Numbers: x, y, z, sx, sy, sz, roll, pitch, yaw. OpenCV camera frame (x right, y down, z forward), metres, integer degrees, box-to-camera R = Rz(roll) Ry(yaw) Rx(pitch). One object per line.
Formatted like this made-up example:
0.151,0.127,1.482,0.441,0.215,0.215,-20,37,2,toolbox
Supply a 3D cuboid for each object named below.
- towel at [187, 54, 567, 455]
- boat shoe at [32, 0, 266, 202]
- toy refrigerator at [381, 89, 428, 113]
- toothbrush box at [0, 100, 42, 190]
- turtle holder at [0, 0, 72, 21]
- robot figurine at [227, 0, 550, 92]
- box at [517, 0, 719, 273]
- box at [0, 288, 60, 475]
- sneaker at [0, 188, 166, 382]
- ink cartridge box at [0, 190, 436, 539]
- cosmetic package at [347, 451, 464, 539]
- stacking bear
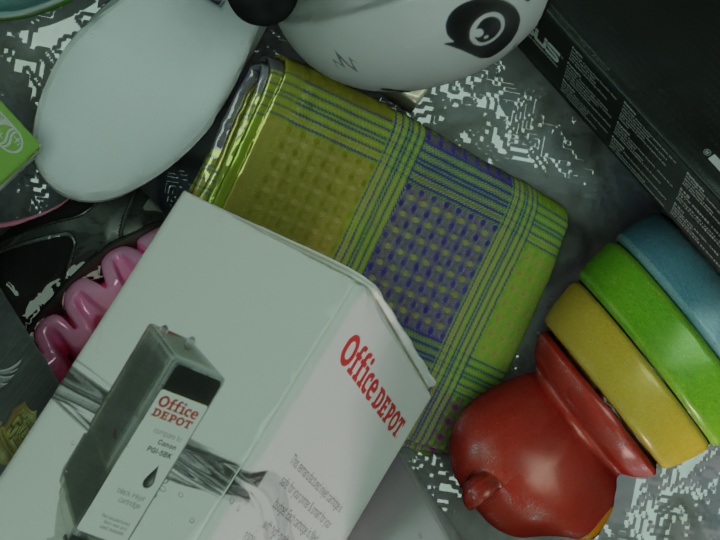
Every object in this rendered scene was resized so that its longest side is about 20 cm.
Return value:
0.000,0.000,0.766,0.199,0.023,0.144,22,95,-37,towel
-0.076,-0.117,0.761,0.071,0.070,0.201,32,90,-7,boat shoe
0.052,-0.175,0.774,0.076,0.070,0.200,35,90,-2,toy refrigerator
-0.256,-0.069,0.703,0.145,0.086,0.200,-35,101,36,toothbrush box
-0.137,-0.179,0.718,0.184,0.132,0.142,-4,95,-6,turtle holder
0.005,-0.168,0.662,0.150,0.125,0.201,-20,109,3,robot figurine
0.194,-0.094,0.742,0.193,0.048,0.200,-29,68,-21,box
-0.169,0.109,0.659,0.159,0.048,0.200,-55,144,-30,box
-0.164,0.025,0.758,0.200,0.079,0.095,-35,65,-14,sneaker
-0.066,0.092,0.644,0.083,0.147,0.201,27,78,21,ink cartridge box
0.051,0.167,0.739,0.052,0.200,0.151,-38,98,-1,cosmetic package
0.130,0.048,0.786,0.200,0.121,0.114,-39,92,2,stacking bear
